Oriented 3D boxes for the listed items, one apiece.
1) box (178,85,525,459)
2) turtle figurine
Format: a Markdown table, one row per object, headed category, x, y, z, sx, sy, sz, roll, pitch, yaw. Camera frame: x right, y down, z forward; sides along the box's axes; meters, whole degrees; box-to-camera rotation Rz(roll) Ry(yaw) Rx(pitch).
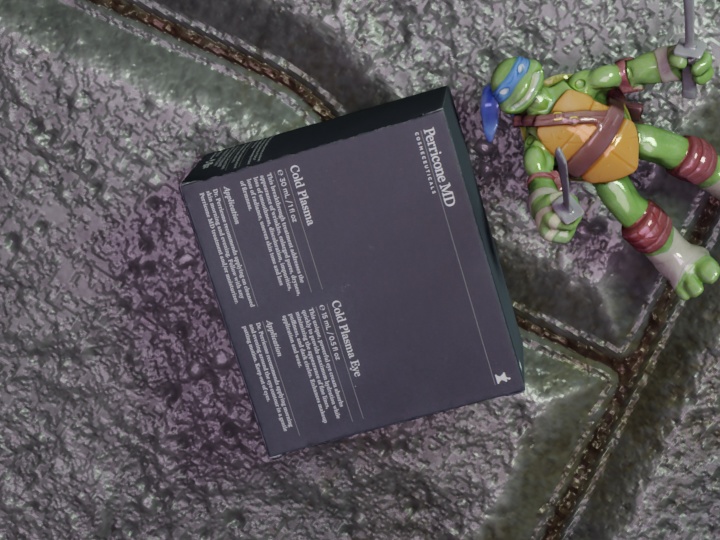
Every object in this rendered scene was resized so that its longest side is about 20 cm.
| category | x | y | z | sx | sy | sz | roll | pitch | yaw |
| --- | --- | --- | --- | --- | --- | --- | --- | --- | --- |
| box | 0.000 | 0.000 | 1.130 | 0.182 | 0.104 | 0.201 | -14 | 103 | 9 |
| turtle figurine | 0.180 | -0.070 | 1.063 | 0.194 | 0.144 | 0.200 | 34 | 149 | -22 |
